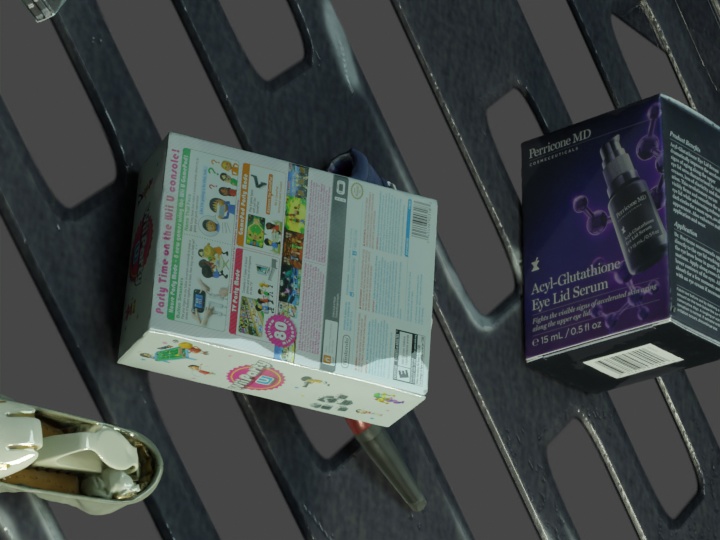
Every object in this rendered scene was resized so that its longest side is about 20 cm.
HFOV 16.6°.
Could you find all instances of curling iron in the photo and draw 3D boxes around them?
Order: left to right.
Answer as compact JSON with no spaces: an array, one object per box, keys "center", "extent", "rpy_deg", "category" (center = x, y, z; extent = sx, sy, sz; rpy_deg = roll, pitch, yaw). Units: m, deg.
[{"center":[-0.008,0.109,1.752],"extent":[0.200,0.049,0.026],"rpy_deg":[47,20,-39],"category":"curling iron"}]

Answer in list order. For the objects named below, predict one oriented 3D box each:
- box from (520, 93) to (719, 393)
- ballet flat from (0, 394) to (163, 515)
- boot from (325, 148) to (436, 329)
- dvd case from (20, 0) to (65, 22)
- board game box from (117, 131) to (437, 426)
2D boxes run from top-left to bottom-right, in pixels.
[{"center":[0.217,-0.020,2.000],"extent":[0.104,0.147,0.201],"rpy_deg":[23,57,-44],"category":"box"},{"center":[-0.199,0.103,1.488],"extent":[0.199,0.063,0.068],"rpy_deg":[18,62,-47],"category":"ballet flat"},{"center":[0.000,0.000,1.771],"extent":[0.090,0.073,0.200],"rpy_deg":[44,27,-24],"category":"boot"},{"center":[-0.237,-0.283,1.633],"extent":[0.200,0.022,0.146],"rpy_deg":[55,40,-23],"category":"dvd case"},{"center":[-0.053,0.007,1.650],"extent":[0.199,0.064,0.148],"rpy_deg":[15,62,-21],"category":"board game box"}]
